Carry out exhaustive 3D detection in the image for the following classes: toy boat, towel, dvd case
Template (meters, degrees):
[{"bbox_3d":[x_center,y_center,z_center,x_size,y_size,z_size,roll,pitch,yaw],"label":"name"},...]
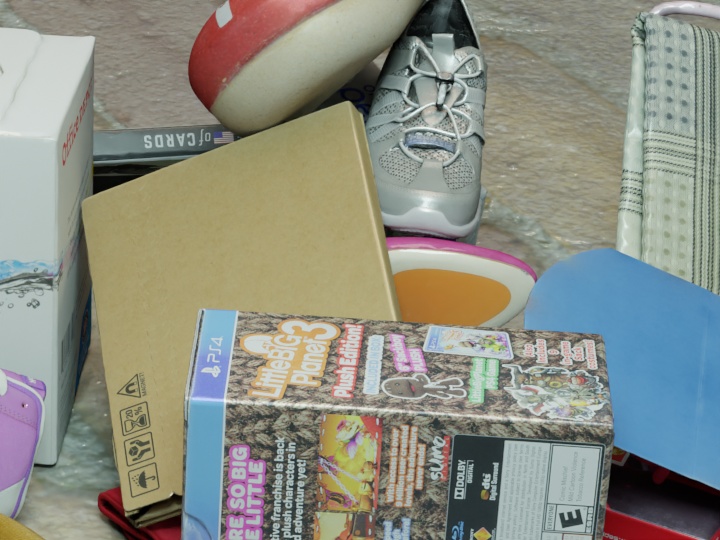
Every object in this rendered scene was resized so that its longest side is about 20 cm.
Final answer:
[{"bbox_3d":[-0.043,-0.164,1.533,0.131,0.130,0.200,47,26,-8],"label":"toy boat"},{"bbox_3d":[0.239,-0.040,1.650,0.192,0.201,0.035,13,-22,-25],"label":"towel"},{"bbox_3d":[-0.109,-0.067,1.749,0.199,0.025,0.150,-4,-8,-15],"label":"dvd case"}]

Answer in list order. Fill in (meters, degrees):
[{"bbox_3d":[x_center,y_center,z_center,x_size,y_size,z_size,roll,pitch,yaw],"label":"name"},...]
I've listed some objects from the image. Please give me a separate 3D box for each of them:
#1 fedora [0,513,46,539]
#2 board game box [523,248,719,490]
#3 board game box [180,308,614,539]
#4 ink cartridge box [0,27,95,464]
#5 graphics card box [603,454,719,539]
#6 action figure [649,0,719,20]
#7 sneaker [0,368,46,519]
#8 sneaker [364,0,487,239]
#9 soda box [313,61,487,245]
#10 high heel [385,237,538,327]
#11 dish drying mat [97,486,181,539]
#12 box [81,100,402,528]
[{"bbox_3d":[-0.215,0.182,1.253,0.200,0.082,0.201,3,32,-2],"label":"fedora"},{"bbox_3d":[0.170,0.070,1.455,0.200,0.039,0.158,23,37,-7],"label":"board game box"},{"bbox_3d":[0.014,0.115,1.333,0.199,0.160,0.097,4,25,0],"label":"board game box"},{"bbox_3d":[-0.226,-0.019,1.524,0.144,0.200,0.147,5,26,1],"label":"ink cartridge box"},{"bbox_3d":[0.165,0.105,1.498,0.125,0.051,0.200,17,28,24],"label":"graphics card box"},{"bbox_3d":[0.225,-0.044,1.697,0.134,0.149,0.200,5,54,21],"label":"action figure"},{"bbox_3d":[-0.224,0.041,1.434,0.114,0.201,0.073,-10,1,-31],"label":"sneaker"},{"bbox_3d":[0.034,-0.091,1.532,0.075,0.082,0.200,8,35,-7],"label":"sneaker"},{"bbox_3d":[-0.007,-0.072,1.622,0.068,0.064,0.200,-12,42,-28],"label":"soda box"},{"bbox_3d":[0.000,0.000,1.505,0.199,0.067,0.096,-10,27,15],"label":"high heel"},{"bbox_3d":[-0.037,0.115,1.484,0.200,0.018,0.077,-14,26,-33],"label":"dish drying mat"},{"bbox_3d":[-0.059,0.020,1.443,0.163,0.021,0.200,-20,55,12],"label":"box"}]
